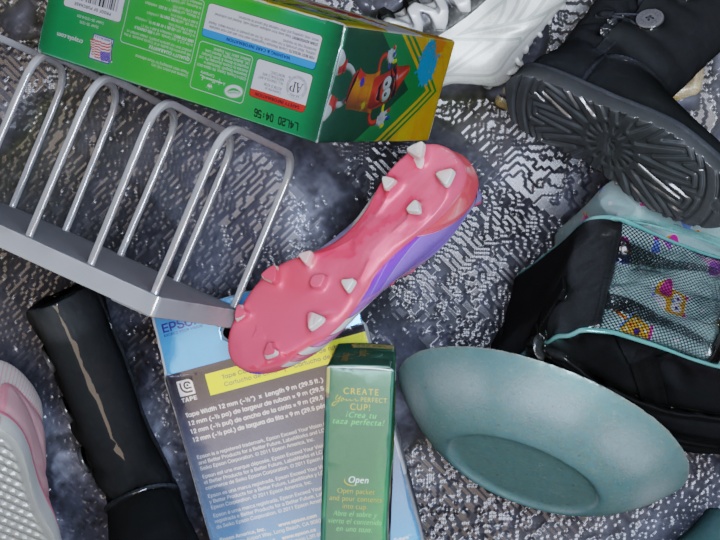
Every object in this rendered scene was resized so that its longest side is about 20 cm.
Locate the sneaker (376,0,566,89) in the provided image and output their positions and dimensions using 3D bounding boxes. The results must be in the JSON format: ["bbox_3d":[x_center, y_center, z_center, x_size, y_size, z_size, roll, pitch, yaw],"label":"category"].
[{"bbox_3d":[0.097,-0.173,1.045,0.200,0.075,0.081,-27,103,12],"label":"sneaker"}]

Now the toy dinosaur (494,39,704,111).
[{"bbox_3d":[0.196,-0.107,1.064,0.199,0.058,0.101,23,112,6],"label":"toy dinosaur"}]

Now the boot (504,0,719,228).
[{"bbox_3d":[0.212,-0.132,0.977,0.165,0.066,0.200,34,56,20],"label":"boot"}]

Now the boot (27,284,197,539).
[{"bbox_3d":[-0.161,0.108,1.028,0.065,0.165,0.201,-17,96,-13],"label":"boot"}]

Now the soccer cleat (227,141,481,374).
[{"bbox_3d":[0.000,0.000,1.016,0.200,0.076,0.067,-45,59,3],"label":"soccer cleat"}]

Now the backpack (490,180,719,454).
[{"bbox_3d":[0.206,0.037,1.010,0.200,0.176,0.154,24,66,-6],"label":"backpack"}]

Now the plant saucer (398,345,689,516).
[{"bbox_3d":[0.111,0.117,1.014,0.201,0.201,0.039,25,64,-2],"label":"plant saucer"}]

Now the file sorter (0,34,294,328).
[{"bbox_3d":[-0.165,-0.059,1.000,0.200,0.139,0.125,23,91,18],"label":"file sorter"}]

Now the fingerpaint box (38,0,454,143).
[{"bbox_3d":[-0.067,-0.138,0.966,0.200,0.167,0.074,20,103,22],"label":"fingerpaint box"}]

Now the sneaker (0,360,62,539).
[{"bbox_3d":[-0.250,0.150,1.092,0.075,0.105,0.201,-5,126,-7],"label":"sneaker"}]

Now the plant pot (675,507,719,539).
[{"bbox_3d":[0.236,0.270,1.039,0.200,0.200,0.188,37,81,-3],"label":"plant pot"}]

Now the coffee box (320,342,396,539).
[{"bbox_3d":[-0.002,0.150,0.991,0.044,0.123,0.201,3,96,3],"label":"coffee box"}]

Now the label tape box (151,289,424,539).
[{"bbox_3d":[-0.049,0.108,1.080,0.143,0.066,0.201,-15,92,2],"label":"label tape box"}]
